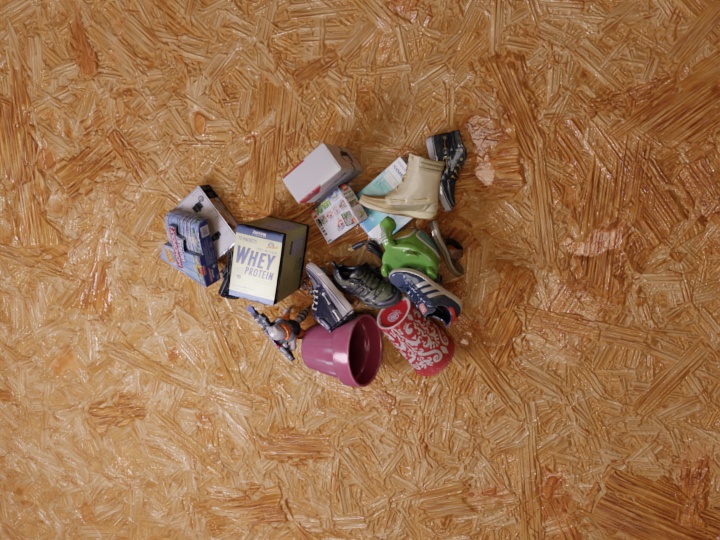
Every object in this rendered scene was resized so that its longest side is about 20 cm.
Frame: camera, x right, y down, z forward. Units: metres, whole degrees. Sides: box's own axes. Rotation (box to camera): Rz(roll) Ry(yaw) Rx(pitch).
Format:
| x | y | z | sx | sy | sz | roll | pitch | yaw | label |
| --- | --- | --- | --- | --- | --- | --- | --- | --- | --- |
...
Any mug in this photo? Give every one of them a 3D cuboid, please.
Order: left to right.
| x | y | z | sx | sy | sz | roll | pitch | yaw | label |
| --- | --- | --- | --- | --- | --- | --- | --- | --- | --- |
| 0.126 | 0.178 | 1.440 | 0.177 | 0.134 | 0.200 | -22 | 126 | 32 | mug |

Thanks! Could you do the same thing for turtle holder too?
| x | y | z | sx | sy | sz | roll | pitch | yaw | label |
| --- | --- | --- | --- | --- | --- | --- | --- | --- | --- |
| 0.118 | -0.046 | 1.380 | 0.185 | 0.132 | 0.141 | 22 | 140 | -2 | turtle holder |

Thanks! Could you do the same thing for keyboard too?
| x | y | z | sx | sy | sz | roll | pitch | yaw | label |
| --- | --- | --- | --- | --- | --- | --- | --- | --- | --- |
| -0.360 | 0.004 | 1.585 | 0.040 | 0.104 | 0.200 | 45 | 115 | 45 | keyboard |

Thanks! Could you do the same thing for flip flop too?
| x | y | z | sx | sy | sz | roll | pitch | yaw | label |
| --- | --- | --- | --- | --- | --- | --- | --- | --- | --- |
| 0.233 | -0.059 | 1.388 | 0.057 | 0.081 | 0.200 | -24 | 128 | 11 | flip flop |

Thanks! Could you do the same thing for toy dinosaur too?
| x | y | z | sx | sy | sz | roll | pitch | yaw | label |
| --- | --- | --- | --- | --- | --- | --- | --- | --- | --- |
| -0.094 | 0.058 | 1.516 | 0.200 | 0.102 | 0.136 | 6 | 100 | 58 | toy dinosaur |

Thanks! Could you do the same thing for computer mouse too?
| x | y | z | sx | sy | sz | roll | pitch | yaw | label |
| --- | --- | --- | --- | --- | --- | --- | --- | --- | --- |
| 0.000 | 0.000 | 1.473 | 0.200 | 0.046 | 0.140 | -28 | 111 | 39 | computer mouse |

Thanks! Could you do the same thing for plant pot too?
| x | y | z | sx | sy | sz | roll | pitch | yaw | label |
| --- | --- | --- | --- | --- | --- | --- | --- | --- | --- |
| -0.059 | 0.220 | 1.515 | 0.178 | 0.200 | 0.201 | -1 | 102 | 31 | plant pot |

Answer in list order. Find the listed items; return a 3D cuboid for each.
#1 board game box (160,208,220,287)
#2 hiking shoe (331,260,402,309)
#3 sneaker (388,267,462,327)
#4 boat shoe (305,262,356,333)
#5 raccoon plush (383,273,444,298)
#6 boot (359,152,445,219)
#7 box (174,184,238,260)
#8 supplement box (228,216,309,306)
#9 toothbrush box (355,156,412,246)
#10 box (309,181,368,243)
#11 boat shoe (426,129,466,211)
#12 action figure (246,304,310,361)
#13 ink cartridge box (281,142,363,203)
| x | y | z | sx | sy | sz | roll | pitch | yaw | label |
| --- | --- | --- | --- | --- | --- | --- | --- | --- | --- |
| -0.518 | -0.072 | 1.583 | 0.199 | 0.062 | 0.201 | 15 | 125 | 31 | board game box |
| 0.011 | 0.036 | 1.399 | 0.199 | 0.101 | 0.076 | 17 | 63 | 19 | hiking shoe |
| 0.153 | 0.069 | 1.317 | 0.200 | 0.085 | 0.075 | 28 | 141 | 3 | sneaker |
| -0.105 | 0.073 | 1.433 | 0.093 | 0.075 | 0.200 | -39 | 70 | -10 | boat shoe |
| 0.144 | 0.066 | 1.446 | 0.199 | 0.134 | 0.097 | -4 | 102 | 15 | raccoon plush |
| 0.103 | -0.216 | 1.339 | 0.199 | 0.073 | 0.156 | 10 | 107 | 5 | boot |
| -0.443 | -0.140 | 1.596 | 0.117 | 0.060 | 0.200 | -37 | 90 | 19 | box |
| -0.250 | -0.032 | 1.495 | 0.134 | 0.200 | 0.201 | 13 | 104 | 12 | supplement box |
| 0.083 | -0.184 | 1.437 | 0.200 | 0.085 | 0.147 | -38 | 91 | 17 | toothbrush box |
| -0.063 | -0.151 | 1.443 | 0.110 | 0.035 | 0.200 | 59 | 150 | -3 | box |
| 0.235 | -0.258 | 1.387 | 0.091 | 0.071 | 0.201 | -12 | 96 | 21 | boat shoe |
| -0.219 | 0.145 | 1.527 | 0.200 | 0.193 | 0.105 | 46 | 108 | 2 | action figure |
| -0.095 | -0.252 | 1.410 | 0.147 | 0.200 | 0.083 | -36 | 88 | 18 | ink cartridge box |
